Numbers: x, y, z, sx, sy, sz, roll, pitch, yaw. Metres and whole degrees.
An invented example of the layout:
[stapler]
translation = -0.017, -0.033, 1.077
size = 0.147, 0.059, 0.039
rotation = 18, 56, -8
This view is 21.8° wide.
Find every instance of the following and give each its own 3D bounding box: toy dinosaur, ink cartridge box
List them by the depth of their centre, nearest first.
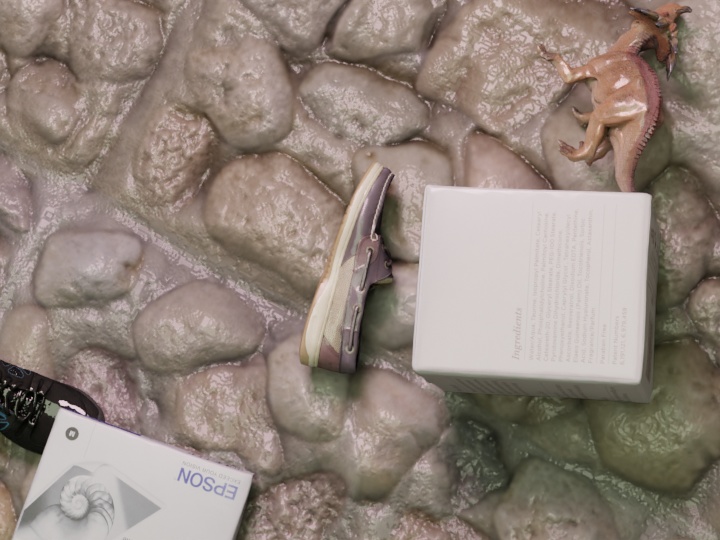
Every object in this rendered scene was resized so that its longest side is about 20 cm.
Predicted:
[toy dinosaur]
translation = 0.245, -0.161, 1.691
size = 0.135, 0.086, 0.202
rotation = -21, 59, 24
[ink cartridge box]
translation = -0.221, 0.253, 1.738
size = 0.198, 0.041, 0.202
rotation = 18, 86, 1

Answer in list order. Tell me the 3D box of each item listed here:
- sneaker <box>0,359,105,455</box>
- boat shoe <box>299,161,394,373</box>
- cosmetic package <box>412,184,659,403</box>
[sneaker]
translation = -0.341, 0.124, 1.792
size = 0.198, 0.082, 0.074
rotation = 19, 82, 13
[boat shoe]
translation = 0.000, 0.000, 1.749
size = 0.064, 0.072, 0.202
rotation = 19, 82, 2
[cosmetic package]
translation = 0.159, 0.023, 1.656
size = 0.198, 0.167, 0.168
rotation = 3, 82, 11
